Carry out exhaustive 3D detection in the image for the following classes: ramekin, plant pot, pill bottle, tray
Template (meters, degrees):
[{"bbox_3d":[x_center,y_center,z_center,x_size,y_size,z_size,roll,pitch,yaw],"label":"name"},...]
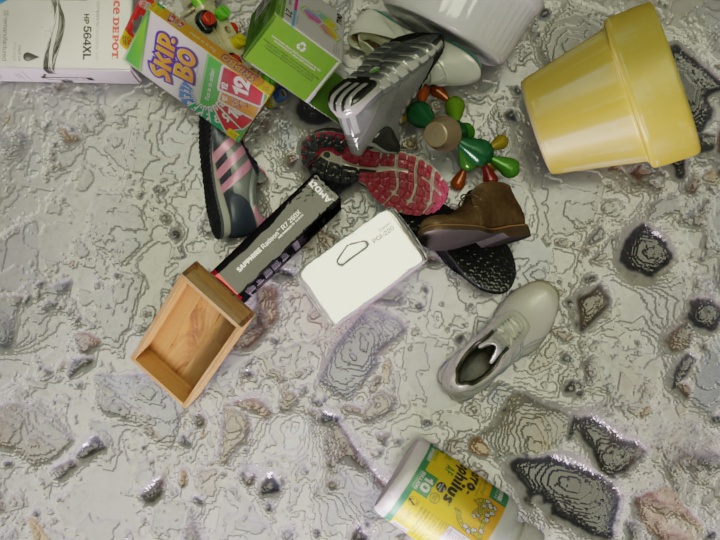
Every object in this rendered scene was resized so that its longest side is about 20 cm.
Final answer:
[{"bbox_3d":[0.125,-0.343,1.595,0.200,0.200,0.098,28,94,2],"label":"ramekin"},{"bbox_3d":[0.313,-0.215,1.593,0.188,0.201,0.202,-18,86,15],"label":"plant pot"},{"bbox_3d":[0.128,0.312,1.581,0.200,0.113,0.113,34,86,3],"label":"pill bottle"},{"bbox_3d":[-0.213,0.083,1.570,0.099,0.200,0.037,41,44,3],"label":"tray"}]

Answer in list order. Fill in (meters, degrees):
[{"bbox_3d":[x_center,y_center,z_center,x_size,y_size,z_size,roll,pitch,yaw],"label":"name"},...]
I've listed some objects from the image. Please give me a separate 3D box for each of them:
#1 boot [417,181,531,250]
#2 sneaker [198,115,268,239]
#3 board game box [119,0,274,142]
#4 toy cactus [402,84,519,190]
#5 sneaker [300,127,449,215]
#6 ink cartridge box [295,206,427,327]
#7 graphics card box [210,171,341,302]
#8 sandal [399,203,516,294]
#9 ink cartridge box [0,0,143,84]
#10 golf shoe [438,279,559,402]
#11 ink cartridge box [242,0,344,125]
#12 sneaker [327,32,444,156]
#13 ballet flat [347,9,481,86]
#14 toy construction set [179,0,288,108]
[{"bbox_3d":[0.133,-0.068,1.546,0.073,0.199,0.076,-18,82,40],"label":"boot"},{"bbox_3d":[-0.166,-0.142,1.649,0.082,0.070,0.201,-5,85,-22],"label":"sneaker"},{"bbox_3d":[-0.212,-0.253,1.569,0.200,0.096,0.030,37,44,-4],"label":"board game box"},{"bbox_3d":[0.107,-0.171,1.601,0.200,0.165,0.102,44,107,8],"label":"toy cactus"},{"bbox_3d":[0.024,-0.139,1.629,0.199,0.075,0.081,25,114,2],"label":"sneaker"},{"bbox_3d":[0.000,0.000,1.561,0.145,0.200,0.085,-36,87,-2],"label":"ink cartridge box"},{"bbox_3d":[-0.110,-0.035,1.602,0.200,0.125,0.051,-43,86,-2],"label":"graphics card box"},{"bbox_3d":[0.124,-0.039,1.644,0.200,0.048,0.075,39,72,17],"label":"sandal"},{"bbox_3d":[-0.389,-0.326,1.644,0.199,0.084,0.147,0,86,0],"label":"ink cartridge box"},{"bbox_3d":[0.187,0.091,1.607,0.078,0.097,0.200,43,85,5],"label":"golf shoe"},{"bbox_3d":[-0.043,-0.267,1.577,0.199,0.148,0.076,32,118,-19],"label":"ink cartridge box"},{"bbox_3d":[0.040,-0.207,1.541,0.200,0.075,0.116,-40,129,-33],"label":"sneaker"},{"bbox_3d":[0.064,-0.277,1.621,0.200,0.069,0.070,31,86,28],"label":"ballet flat"},{"bbox_3d":[-0.164,-0.296,1.627,0.200,0.092,0.131,48,42,4],"label":"toy construction set"}]
